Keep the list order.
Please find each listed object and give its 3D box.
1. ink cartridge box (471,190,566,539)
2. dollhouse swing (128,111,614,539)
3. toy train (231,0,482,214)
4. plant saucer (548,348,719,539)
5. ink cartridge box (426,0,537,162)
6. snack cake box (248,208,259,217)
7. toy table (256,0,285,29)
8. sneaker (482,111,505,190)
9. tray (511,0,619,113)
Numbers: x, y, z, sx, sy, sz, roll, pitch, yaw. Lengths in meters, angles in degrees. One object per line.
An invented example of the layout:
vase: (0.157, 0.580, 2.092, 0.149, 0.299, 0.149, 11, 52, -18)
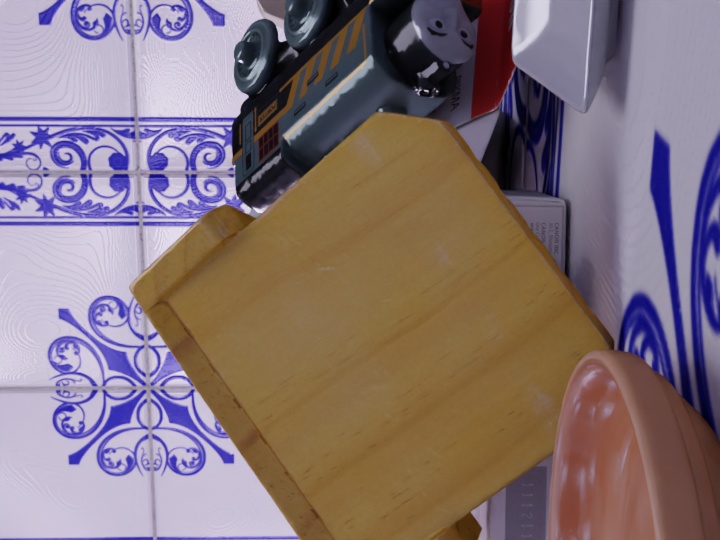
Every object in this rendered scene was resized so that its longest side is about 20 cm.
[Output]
ink cartridge box: (0.082, 0.053, 0.807, 0.176, 0.044, 0.202, -115, 26, -83)
dollhouse swing: (0.018, 0.040, 0.695, 0.201, 0.175, 0.182, 53, -176, 8)
toy train: (-0.006, -0.111, 0.777, 0.200, 0.085, 0.115, -35, 50, 44)
plant saucer: (0.099, 0.128, 0.479, 0.200, 0.037, 0.202, 180, 90, -89)
ink cartridge box: (0.057, -0.132, 0.798, 0.201, 0.050, 0.162, 105, 174, -52)
snack cake box: (0.000, 0.000, 0.933, 0.116, 0.067, 0.200, -58, -33, 2)
toy table: (0.018, -0.201, 1.110, 0.200, 0.182, 0.118, 120, 134, -69)
sneaker: (0.045, -0.078, 0.974, 0.200, 0.105, 0.076, -101, 11, -79)
tray: (0.096, -0.179, 0.604, 0.107, 0.022, 0.202, -116, 25, -66)
